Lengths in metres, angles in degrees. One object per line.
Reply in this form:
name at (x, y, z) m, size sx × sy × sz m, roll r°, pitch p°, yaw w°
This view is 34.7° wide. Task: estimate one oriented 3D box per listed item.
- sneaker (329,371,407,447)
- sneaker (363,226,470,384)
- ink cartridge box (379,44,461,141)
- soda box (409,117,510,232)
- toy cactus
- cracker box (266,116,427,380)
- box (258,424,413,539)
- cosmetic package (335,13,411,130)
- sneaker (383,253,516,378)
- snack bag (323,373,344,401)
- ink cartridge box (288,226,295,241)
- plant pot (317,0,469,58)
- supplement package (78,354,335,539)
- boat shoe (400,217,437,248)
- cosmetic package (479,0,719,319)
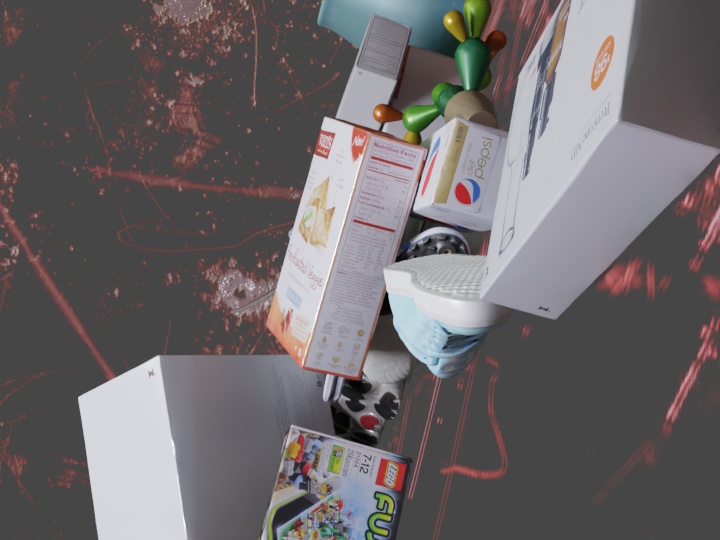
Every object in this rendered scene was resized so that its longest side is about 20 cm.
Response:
sneaker at (0.010, 0.123, 1.187) m, size 0.084 × 0.080 × 0.200 m, roll -61°, pitch 7°, yaw -31°
sneaker at (0.044, 0.023, 1.008) m, size 0.200 × 0.071 × 0.073 m, roll 115°, pitch 173°, yaw -49°
ink cartridge box at (0.055, -0.140, 1.346) m, size 0.200 × 0.082 × 0.148 m, roll 116°, pitch 169°, yaw -65°
soda box at (0.080, -0.072, 0.921) m, size 0.200 × 0.063 × 0.069 m, roll -169°, pitch 95°, yaw -85°
toy cactus at (0.086, -0.158, 1.072) m, size 0.201 × 0.102 × 0.165 m, roll -64°, pitch 17°, yaw 15°
cracker box at (-0.017, -0.024, 0.984) m, size 0.134 × 0.057 × 0.201 m, roll -145°, pitch 71°, yaw -69°
box at (-0.032, 0.238, 0.943) m, size 0.035 × 0.109 × 0.201 m, roll 119°, pitch 165°, yaw -70°
cosmetic package at (0.003, -0.182, 1.280) m, size 0.200 × 0.050 × 0.083 m, roll 115°, pitch 174°, yaw -57°
sneaker at (0.068, 0.035, 0.794) m, size 0.200 × 0.073 × 0.082 m, roll -148°, pitch 44°, yaw -80°
snack bag at (0.000, 0.000, 1.118) m, size 0.189 × 0.021 × 0.201 m, roll -77°, pitch 2°, yaw -66°
ink cartridge box at (-0.011, 0.011, 1.311) m, size 0.119 × 0.042 × 0.201 m, roll -51°, pitch -45°, yaw -44°
plant pot at (0.052, -0.338, 1.399) m, size 0.200 × 0.187 × 0.201 m, roll -164°, pitch 90°, yaw -85°
supplement package at (-0.138, 0.191, 1.111) m, size 0.147 × 0.199 × 0.192 m, roll -26°, pitch 69°, yaw 42°
boat shoe at (0.025, -0.014, 1.254) m, size 0.075 × 0.086 × 0.203 m, roll -79°, pitch 7°, yaw -52°
cosmetic package at (0.119, -0.081, 0.571) m, size 0.200 × 0.051 × 0.152 m, roll 115°, pitch 167°, yaw -65°
